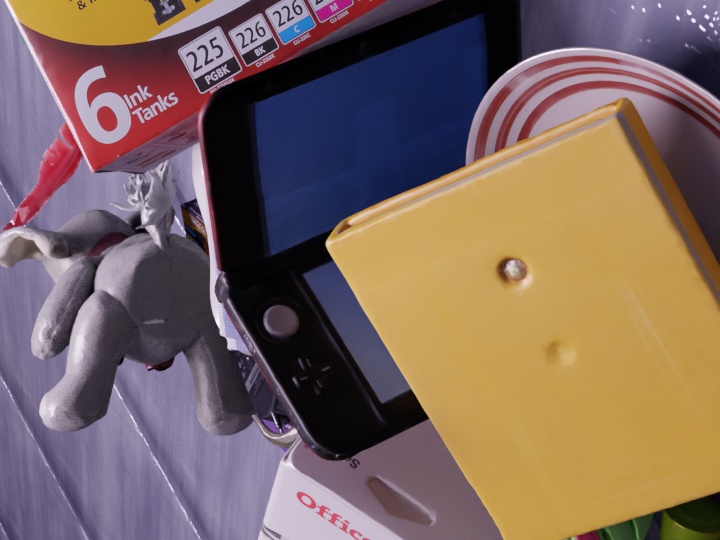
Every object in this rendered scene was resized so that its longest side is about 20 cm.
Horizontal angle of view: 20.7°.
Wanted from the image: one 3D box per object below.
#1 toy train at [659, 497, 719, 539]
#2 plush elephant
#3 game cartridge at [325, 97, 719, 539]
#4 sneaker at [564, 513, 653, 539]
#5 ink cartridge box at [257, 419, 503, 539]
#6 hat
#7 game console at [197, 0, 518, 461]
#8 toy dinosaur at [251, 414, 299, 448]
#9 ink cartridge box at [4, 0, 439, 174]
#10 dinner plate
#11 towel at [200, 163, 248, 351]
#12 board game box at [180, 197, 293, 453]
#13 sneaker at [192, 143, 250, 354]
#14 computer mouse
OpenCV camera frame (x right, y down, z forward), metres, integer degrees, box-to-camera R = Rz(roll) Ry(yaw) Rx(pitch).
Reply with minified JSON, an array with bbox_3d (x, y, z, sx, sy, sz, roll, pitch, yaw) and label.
[{"bbox_3d":[0.171,0.171,1.087,0.200,0.084,0.116,46,133,52],"label":"toy train"},{"bbox_3d":[-0.178,0.017,1.426,0.155,0.164,0.201,9,101,58],"label":"plush elephant"},{"bbox_3d":[0.103,0.034,0.978,0.176,0.032,0.201,-22,108,31],"label":"game cartridge"},{"bbox_3d":[0.110,0.082,1.111,0.084,0.076,0.201,108,150,-53],"label":"sneaker"},{"bbox_3d":[0.017,0.173,1.184,0.146,0.084,0.200,32,145,10],"label":"ink cartridge box"},{"bbox_3d":[-0.155,-0.083,1.367,0.200,0.165,0.177,-130,42,-65],"label":"hat"},{"bbox_3d":[0.030,-0.026,1.035,0.173,0.199,0.119,57,154,18],"label":"game console"},{"bbox_3d":[0.028,0.097,1.230,0.199,0.077,0.103,21,139,24],"label":"toy dinosaur"},{"bbox_3d":[-0.087,-0.174,1.049,0.176,0.199,0.084,62,-167,4],"label":"ink cartridge box"},{"bbox_3d":[0.139,-0.024,0.976,0.199,0.024,0.201,26,138,26],"label":"dinner plate"},{"bbox_3d":[0.000,0.000,1.204,0.199,0.024,0.148,7,127,17],"label":"towel"},{"bbox_3d":[-0.055,0.050,1.456,0.200,0.056,0.166,38,142,48],"label":"board game box"},{"bbox_3d":[-0.049,-0.051,1.337,0.115,0.074,0.201,-35,48,27],"label":"sneaker"},{"bbox_3d":[-0.042,0.107,1.346,0.201,0.034,0.059,68,153,20],"label":"computer mouse"}]
